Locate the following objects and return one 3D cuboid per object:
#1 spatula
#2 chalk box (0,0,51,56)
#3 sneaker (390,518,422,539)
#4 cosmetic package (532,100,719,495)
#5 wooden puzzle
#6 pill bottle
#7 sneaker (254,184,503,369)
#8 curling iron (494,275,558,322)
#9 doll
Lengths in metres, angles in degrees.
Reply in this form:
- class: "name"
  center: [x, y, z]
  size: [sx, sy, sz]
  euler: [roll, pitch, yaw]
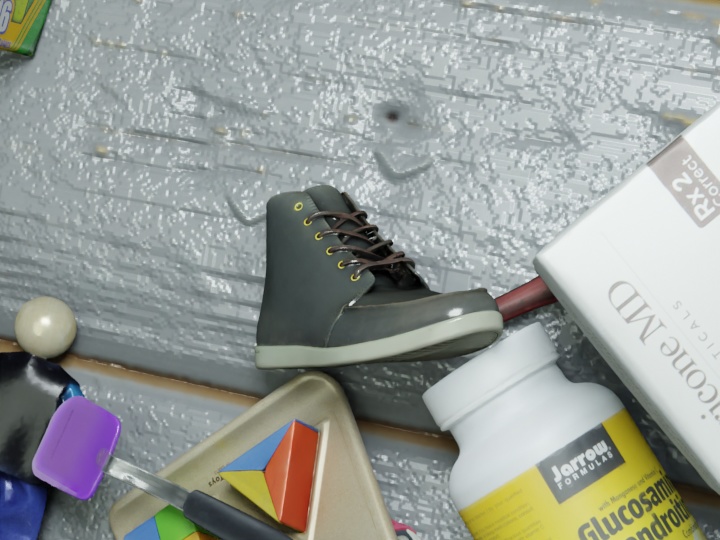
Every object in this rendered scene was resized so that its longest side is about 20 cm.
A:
- class: "spatula"
  center: [-0.116, 0.130, 1.013]
  size: [0.199, 0.021, 0.057]
  euler: [22, 86, 26]
- class: "chalk box"
  center: [-0.246, -0.251, 1.056]
  size: [0.123, 0.124, 0.202]
  euler: [21, 98, 15]
- class: "sneaker"
  center: [-0.005, 0.245, 1.016]
  size: [0.080, 0.075, 0.202]
  euler: [13, 93, 16]
- class: "cosmetic package"
  center: [0.214, -0.004, 0.884]
  size: [0.200, 0.165, 0.165]
  euler: [-40, 84, 3]
- class: "wooden puzzle"
  center: [-0.064, 0.182, 1.008]
  size: [0.185, 0.046, 0.201]
  euler: [-35, 57, 18]
- class: "pill bottle"
  center: [0.119, 0.135, 0.959]
  size: [0.112, 0.112, 0.201]
  euler: [-33, 82, 14]
- class: "sneaker"
  center: [0.000, 0.000, 0.974]
  size: [0.199, 0.074, 0.107]
  euler: [-8, 84, 51]
- class: "curling iron"
  center: [0.121, 0.007, 0.993]
  size: [0.198, 0.050, 0.026]
  euler: [-21, 88, 9]
- class: "doll"
  center: [-0.230, 0.111, 1.094]
  size: [0.136, 0.048, 0.202]
  euler: [22, 97, 14]
